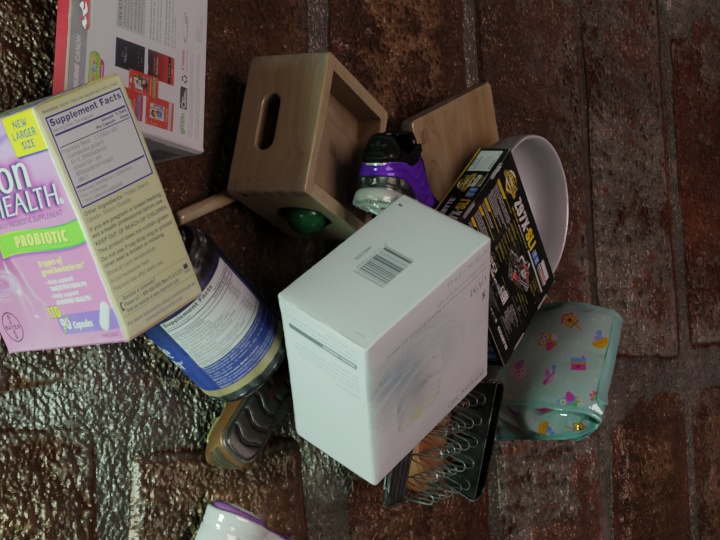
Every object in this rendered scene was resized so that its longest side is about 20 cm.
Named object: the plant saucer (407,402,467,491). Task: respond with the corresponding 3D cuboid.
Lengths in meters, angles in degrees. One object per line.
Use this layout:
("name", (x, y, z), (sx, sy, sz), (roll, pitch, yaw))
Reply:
("plant saucer", (0.101, 0.181, 1.433), (0.200, 0.032, 0.203), (-31, 128, -50))

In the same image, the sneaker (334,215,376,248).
("sneaker", (0.000, 0.000, 1.344), (0.097, 0.071, 0.201), (38, 51, -4))

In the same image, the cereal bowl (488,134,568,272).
("cereal bowl", (0.192, -0.077, 1.478), (0.199, 0.082, 0.204), (-7, 99, -53))

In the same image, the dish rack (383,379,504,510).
("dish rack", (0.097, 0.209, 1.356), (0.199, 0.054, 0.156), (-1, 102, -58))

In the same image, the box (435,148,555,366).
("box", (0.154, -0.014, 1.327), (0.160, 0.049, 0.202), (-54, 132, -38))

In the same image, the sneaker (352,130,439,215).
("sneaker", (0.052, -0.105, 1.281), (0.200, 0.068, 0.101), (23, 70, -70))

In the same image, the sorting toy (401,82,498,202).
("sorting toy", (0.109, -0.123, 1.490), (0.198, 0.069, 0.203), (-33, 118, -48))

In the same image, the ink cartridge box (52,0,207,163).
("ink cartridge box", (-0.235, -0.223, 1.087), (0.175, 0.083, 0.203), (14, 74, -53))

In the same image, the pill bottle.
("pill bottle", (-0.167, 0.029, 1.119), (0.201, 0.111, 0.113), (51, 50, -32))

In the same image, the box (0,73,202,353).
("box", (-0.256, -0.043, 0.971), (0.096, 0.174, 0.203), (-34, 111, -47))

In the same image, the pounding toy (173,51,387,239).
("pounding toy", (-0.082, -0.117, 1.246), (0.184, 0.140, 0.203), (35, 61, -58))

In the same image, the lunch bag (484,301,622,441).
("lunch bag", (0.260, 0.139, 1.548), (0.122, 0.198, 0.172), (46, 52, -35))

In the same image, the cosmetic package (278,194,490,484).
("cosmetic package", (0.031, 0.071, 1.171), (0.199, 0.122, 0.202), (-39, 143, -33))

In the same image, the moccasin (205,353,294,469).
("moccasin", (-0.099, 0.130, 1.223), (0.074, 0.077, 0.203), (41, 58, -20))

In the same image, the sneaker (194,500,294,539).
("sneaker", (-0.108, 0.320, 1.196), (0.200, 0.074, 0.101), (39, 70, -35))
